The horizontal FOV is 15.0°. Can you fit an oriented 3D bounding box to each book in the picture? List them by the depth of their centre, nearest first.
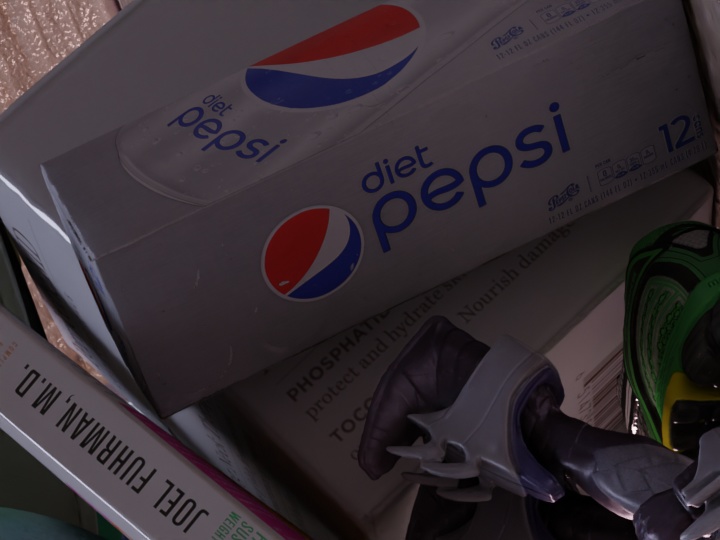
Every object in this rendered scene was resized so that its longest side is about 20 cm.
[{"bbox_3d":[-0.042,0.085,0.848,0.200,0.048,0.134,38,173,20],"label":"book"}]

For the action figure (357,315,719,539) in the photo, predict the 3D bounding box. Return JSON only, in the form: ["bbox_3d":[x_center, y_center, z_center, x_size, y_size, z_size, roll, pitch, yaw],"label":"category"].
[{"bbox_3d":[0.099,0.074,0.780,0.199,0.070,0.130,10,148,33],"label":"action figure"}]

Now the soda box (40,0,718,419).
[{"bbox_3d":[0.007,-0.036,0.851,0.063,0.199,0.068,54,167,52],"label":"soda box"}]

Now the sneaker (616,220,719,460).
[{"bbox_3d":[0.127,0.067,0.897,0.085,0.078,0.201,-112,11,-49],"label":"sneaker"}]

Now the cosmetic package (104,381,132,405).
[{"bbox_3d":[0.010,0.096,1.238,0.165,0.164,0.201,-51,-55,-51],"label":"cosmetic package"}]

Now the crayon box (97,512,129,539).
[{"bbox_3d":[-0.050,0.160,1.028,0.200,0.058,0.119,33,139,45],"label":"crayon box"}]

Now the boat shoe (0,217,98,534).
[{"bbox_3d":[-0.138,0.057,1.005,0.061,0.071,0.202,-110,9,-81],"label":"boat shoe"}]

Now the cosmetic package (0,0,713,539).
[{"bbox_3d":[0.000,0.000,0.977,0.200,0.166,0.168,42,166,23],"label":"cosmetic package"}]

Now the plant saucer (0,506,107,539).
[{"bbox_3d":[-0.067,0.144,0.910,0.201,0.039,0.201,43,160,19],"label":"plant saucer"}]
